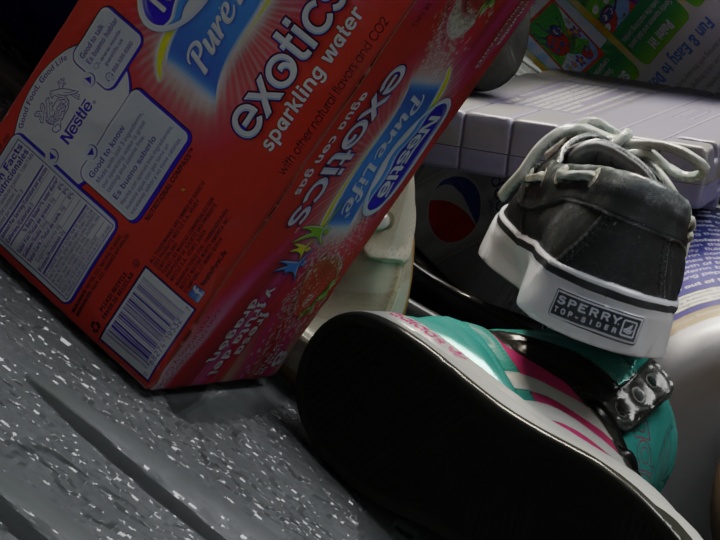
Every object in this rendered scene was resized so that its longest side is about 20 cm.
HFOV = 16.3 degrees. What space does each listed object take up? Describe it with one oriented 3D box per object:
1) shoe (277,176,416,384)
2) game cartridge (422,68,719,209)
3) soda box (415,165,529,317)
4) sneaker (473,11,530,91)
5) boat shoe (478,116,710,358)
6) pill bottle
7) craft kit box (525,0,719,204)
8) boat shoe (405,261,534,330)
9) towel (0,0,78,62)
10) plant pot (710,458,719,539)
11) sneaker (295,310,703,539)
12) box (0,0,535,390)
[{"bbox_3d":[-0.016,-0.057,0.893,0.069,0.201,0.053,-2,-15,-1],"label":"shoe"},{"bbox_3d":[0.111,-0.059,1.100,0.129,0.039,0.200,6,11,20],"label":"game cartridge"},{"bbox_3d":[0.106,-0.010,1.222,0.199,0.064,0.068,19,20,-50],"label":"soda box"},{"bbox_3d":[0.055,-0.156,1.128,0.090,0.076,0.201,26,41,-36],"label":"sneaker"},{"bbox_3d":[0.085,-0.019,0.896,0.073,0.068,0.199,20,6,3],"label":"boat shoe"},{"bbox_3d":[0.136,0.038,1.028,0.115,0.116,0.200,31,15,-16],"label":"pill bottle"},{"bbox_3d":[0.151,-0.131,1.217,0.198,0.048,0.200,48,-26,4],"label":"craft kit box"},{"bbox_3d":[0.000,0.000,0.935,0.200,0.066,0.070,38,13,9],"label":"boat shoe"},{"bbox_3d":[-0.119,-0.128,0.986,0.200,0.050,0.148,41,-18,19],"label":"towel"},{"bbox_3d":[0.207,0.102,0.857,0.200,0.201,0.175,29,5,-23],"label":"plant pot"},{"bbox_3d":[0.081,0.082,0.839,0.200,0.084,0.120,42,25,29],"label":"sneaker"},{"bbox_3d":[-0.029,-0.069,0.818,0.100,0.201,0.095,40,16,18],"label":"box"}]
